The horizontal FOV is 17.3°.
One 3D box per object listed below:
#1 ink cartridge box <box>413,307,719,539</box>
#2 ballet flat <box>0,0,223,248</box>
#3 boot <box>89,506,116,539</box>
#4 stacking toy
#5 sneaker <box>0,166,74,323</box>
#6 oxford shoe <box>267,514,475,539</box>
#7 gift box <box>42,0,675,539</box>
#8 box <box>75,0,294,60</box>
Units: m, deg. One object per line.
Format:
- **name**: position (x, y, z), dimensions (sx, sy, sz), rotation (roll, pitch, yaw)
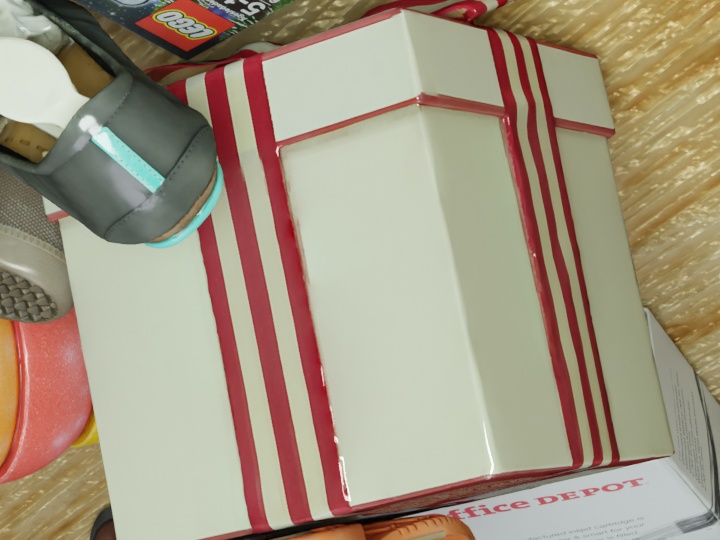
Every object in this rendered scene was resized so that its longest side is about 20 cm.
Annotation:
- **ink cartridge box**: position (0.111, 0.107, 1.193), dimensions (0.145, 0.084, 0.200), rotation (-13, 150, 20)
- **ballet flat**: position (-0.116, -0.068, 0.811), dimensions (0.068, 0.068, 0.200), rotation (39, 172, -38)
- **boot**: position (-0.100, 0.218, 1.265), dimensions (0.068, 0.200, 0.188), rotation (14, 148, -27)
- **stacking toy**: position (-0.140, 0.038, 1.045), dimensions (0.200, 0.146, 0.146), rotation (-4, 157, -33)
- **sneaker**: position (-0.192, -0.041, 0.937), dimensions (0.200, 0.076, 0.070), rotation (20, 151, 8)
- **oxford shoe**: position (-0.003, 0.133, 0.883), dimensions (0.071, 0.073, 0.200), rotation (-15, 172, 22)
- **gift box**: position (0.000, 0.000, 0.894), dimensions (0.184, 0.187, 0.200), rotation (-15, 173, 24)
- **box**: position (-0.082, -0.147, 0.766), dimensions (0.137, 0.038, 0.200), rotation (-25, 143, 37)
